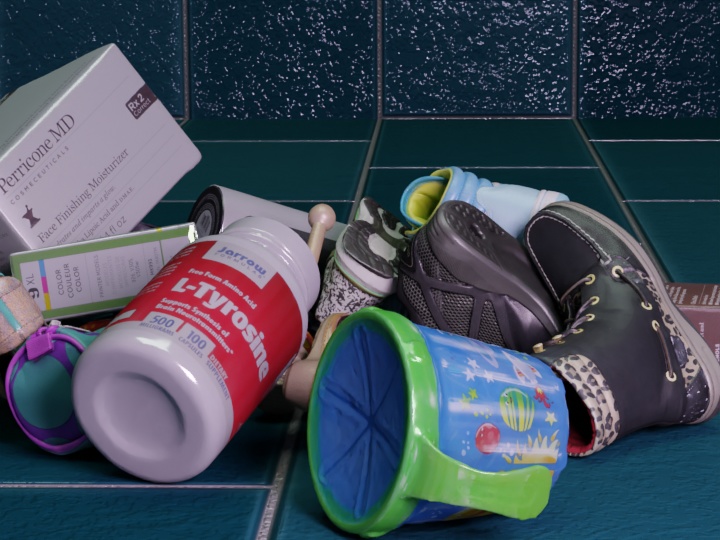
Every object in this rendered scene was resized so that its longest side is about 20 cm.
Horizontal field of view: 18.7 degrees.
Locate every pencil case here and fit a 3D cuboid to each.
[{"bbox_3d":[-0.163,0.070,1.582,0.085,0.093,0.200,-10,2,31],"label":"pencil case"}]

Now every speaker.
[{"bbox_3d":[-0.050,-0.010,1.905,0.199,0.082,0.081,17,1,-27],"label":"speaker"}]

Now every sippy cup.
[{"bbox_3d":[0.053,0.097,1.349,0.129,0.179,0.140,6,-38,-27],"label":"sippy cup"}]

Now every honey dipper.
[{"bbox_3d":[-0.045,0.023,1.683,0.038,0.038,0.201,2,47,15],"label":"honey dipper"}]

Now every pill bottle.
[{"bbox_3d":[-0.105,0.047,1.494,0.111,0.113,0.200,4,31,24],"label":"pill bottle"}]

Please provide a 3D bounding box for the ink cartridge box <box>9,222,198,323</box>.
[{"bbox_3d":[-0.223,0.009,1.716,0.198,0.060,0.104,-11,-1,-6],"label":"ink cartridge box"}]

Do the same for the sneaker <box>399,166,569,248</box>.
[{"bbox_3d":[0.091,-0.021,1.763,0.130,0.080,0.200,19,-29,4],"label":"sneaker"}]

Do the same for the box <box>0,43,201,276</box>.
[{"bbox_3d":[-0.280,-0.067,1.887,0.199,0.131,0.199,-16,28,51],"label":"box"}]

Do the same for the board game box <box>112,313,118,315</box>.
[{"bbox_3d":[-0.141,0.042,1.907,0.157,0.039,0.200,2,10,-29],"label":"board game box"}]

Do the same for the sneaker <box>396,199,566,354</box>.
[{"bbox_3d":[0.108,0.044,1.676,0.199,0.114,0.076,37,37,-10],"label":"sneaker"}]

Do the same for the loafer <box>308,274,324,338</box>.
[{"bbox_3d":[-0.055,0.016,1.793,0.071,0.063,0.200,6,-10,23],"label":"loafer"}]

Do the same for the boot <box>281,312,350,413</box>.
[{"bbox_3d":[0.039,0.090,1.600,0.165,0.073,0.200,14,11,8],"label":"boot"}]

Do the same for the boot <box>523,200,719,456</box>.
[{"bbox_3d":[0.156,0.040,1.571,0.153,0.074,0.204,-16,60,-44],"label":"boot"}]

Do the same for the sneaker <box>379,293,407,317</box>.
[{"bbox_3d":[0.044,0.033,1.837,0.089,0.079,0.200,0,9,20],"label":"sneaker"}]

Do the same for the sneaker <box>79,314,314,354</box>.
[{"bbox_3d":[-0.129,0.056,1.726,0.198,0.074,0.077,3,4,10],"label":"sneaker"}]

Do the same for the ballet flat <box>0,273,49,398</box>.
[{"bbox_3d":[-0.247,0.068,1.615,0.068,0.067,0.200,-42,-18,-9],"label":"ballet flat"}]

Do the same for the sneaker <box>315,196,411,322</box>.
[{"bbox_3d":[0.000,0.000,1.776,0.077,0.089,0.200,41,16,4],"label":"sneaker"}]

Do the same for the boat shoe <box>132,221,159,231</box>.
[{"bbox_3d":[-0.128,-0.015,1.939,0.199,0.063,0.072,0,11,-36],"label":"boat shoe"}]

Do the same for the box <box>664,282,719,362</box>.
[{"bbox_3d":[0.242,0.052,1.733,0.198,0.076,0.100,4,11,12],"label":"box"}]
